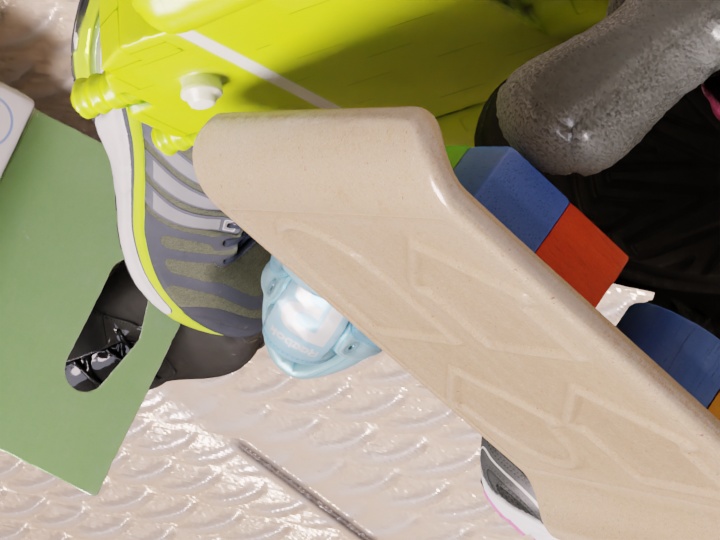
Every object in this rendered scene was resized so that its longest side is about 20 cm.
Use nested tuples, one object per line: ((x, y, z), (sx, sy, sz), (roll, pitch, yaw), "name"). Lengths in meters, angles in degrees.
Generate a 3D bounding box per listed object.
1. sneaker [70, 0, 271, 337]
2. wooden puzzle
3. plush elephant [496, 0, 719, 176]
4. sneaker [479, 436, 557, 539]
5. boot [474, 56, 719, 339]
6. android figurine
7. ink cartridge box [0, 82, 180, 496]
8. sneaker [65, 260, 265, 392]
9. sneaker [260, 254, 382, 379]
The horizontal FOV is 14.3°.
((-0.057, -0.042, 1.181), (0.080, 0.074, 0.201), (14, 144, 27), "sneaker")
((0.051, 0.016, 0.926), (0.200, 0.046, 0.185), (46, 164, -19), "wooden puzzle")
((0.166, -0.055, 0.881), (0.164, 0.201, 0.155), (30, 174, 34), "plush elephant")
((0.143, 0.069, 1.143), (0.199, 0.081, 0.087), (6, 135, 21), "sneaker")
((0.111, 0.001, 1.003), (0.210, 0.080, 0.158), (14, 153, -20), "boot")
((-0.004, -0.080, 0.961), (0.199, 0.041, 0.182), (-17, 157, 28), "android figurine")
((-0.171, -0.008, 1.230), (0.199, 0.146, 0.048), (27, 178, -5), "ink cartridge box")
((-0.123, 0.040, 1.333), (0.199, 0.091, 0.076), (-8, 127, 47), "sneaker")
((0.000, 0.000, 1.131), (0.074, 0.082, 0.200), (31, 162, 6), "sneaker")
